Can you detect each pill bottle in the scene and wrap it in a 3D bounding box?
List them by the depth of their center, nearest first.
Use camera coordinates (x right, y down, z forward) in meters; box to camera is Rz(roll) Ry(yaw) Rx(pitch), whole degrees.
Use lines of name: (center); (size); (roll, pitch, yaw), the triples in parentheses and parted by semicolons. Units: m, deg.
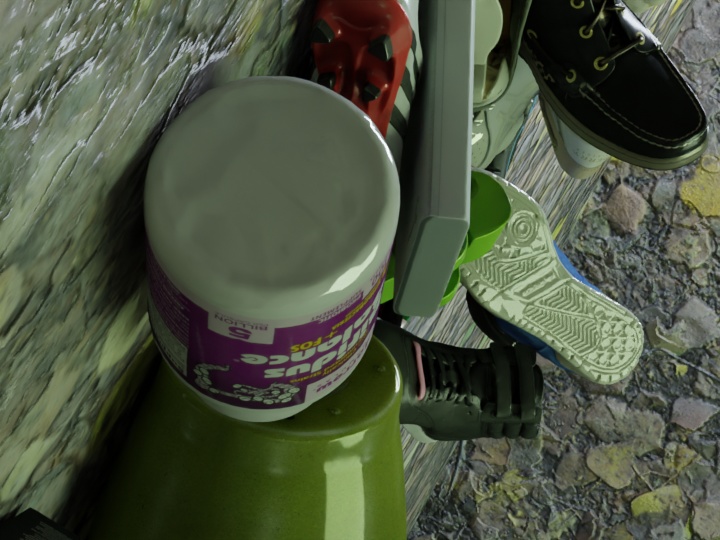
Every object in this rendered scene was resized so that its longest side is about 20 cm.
pill bottle: (-0.044, 0.001, 1.033); (0.112, 0.112, 0.200); (-56, 171, -20)

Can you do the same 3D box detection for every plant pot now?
plant pot: (-0.056, 0.126, 1.228); (0.200, 0.200, 0.193); (-48, 154, -55)

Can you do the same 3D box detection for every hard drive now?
hard drive: (0.040, -0.092, 1.195); (0.132, 0.027, 0.201); (105, -11, -66)

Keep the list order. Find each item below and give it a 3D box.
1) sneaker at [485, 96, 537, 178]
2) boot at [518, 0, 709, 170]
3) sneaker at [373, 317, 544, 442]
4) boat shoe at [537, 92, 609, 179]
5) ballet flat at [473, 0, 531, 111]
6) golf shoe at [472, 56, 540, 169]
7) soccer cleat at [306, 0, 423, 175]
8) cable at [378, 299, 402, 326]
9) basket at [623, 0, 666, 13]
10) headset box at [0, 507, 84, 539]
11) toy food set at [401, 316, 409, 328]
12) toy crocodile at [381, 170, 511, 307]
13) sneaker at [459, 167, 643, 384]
sneaker: (0.083, -0.083, 1.657); (0.200, 0.073, 0.082); (-60, 174, 15)
boot: (0.143, -0.167, 1.339); (0.073, 0.200, 0.151); (-28, 155, -20)
sneaker: (0.060, 0.066, 1.415); (0.200, 0.099, 0.071); (36, 49, -66)
boat shoe: (0.146, -0.155, 1.569); (0.065, 0.072, 0.200); (115, -27, -49)
ballet flat: (0.066, -0.139, 1.347); (0.200, 0.067, 0.064); (98, -4, -58)
golf shoe: (0.080, -0.115, 1.511); (0.092, 0.075, 0.200); (-55, 170, -30)
soccer cleat: (-0.001, -0.079, 1.149); (0.085, 0.068, 0.200); (-61, 165, -44)
cable: (-0.004, -0.010, 1.406); (0.097, 0.050, 0.200); (-59, 153, -6)
basket: (0.203, -0.268, 1.475); (0.176, 0.139, 0.200); (-53, 180, -32)
headset box: (-0.189, 0.223, 1.019); (0.174, 0.093, 0.200); (-62, 171, 12)
toy food set: (-0.023, 0.085, 1.630); (0.198, 0.049, 0.200); (-59, 177, 38)
toy crocodile: (0.000, 0.000, 1.307); (0.200, 0.062, 0.068); (-23, 160, -11)
sneaker: (0.093, -0.003, 1.470); (0.077, 0.200, 0.111); (-56, -148, -7)
